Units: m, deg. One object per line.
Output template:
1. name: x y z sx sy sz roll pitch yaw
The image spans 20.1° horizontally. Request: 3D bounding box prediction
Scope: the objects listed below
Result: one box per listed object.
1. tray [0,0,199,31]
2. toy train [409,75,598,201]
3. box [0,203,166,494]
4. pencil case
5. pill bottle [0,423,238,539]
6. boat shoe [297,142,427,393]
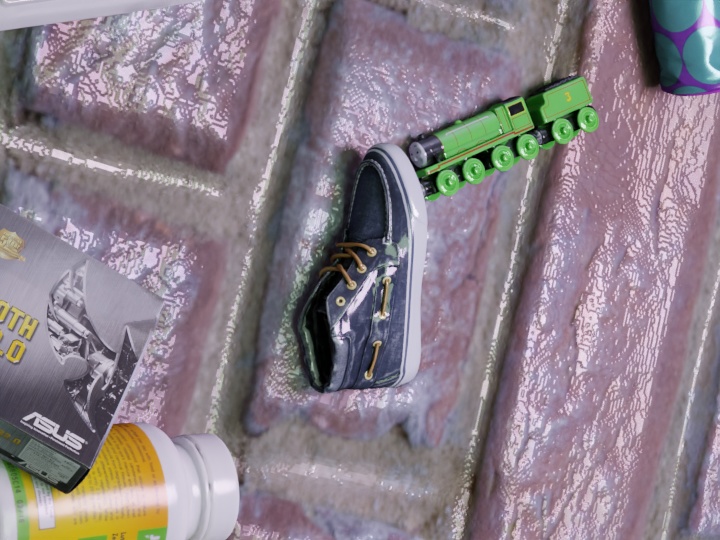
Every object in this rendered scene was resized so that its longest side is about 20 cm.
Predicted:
1. tray: -0.205 -0.244 1.524 0.199 0.022 0.108 -13 99 -32
2. toy train: 0.122 -0.115 1.734 0.199 0.042 0.057 -24 96 -30
3. box: -0.253 0.040 1.423 0.199 0.048 0.159 31 50 -11
4. pencil case: 0.299 -0.259 1.811 0.092 0.085 0.202 -8 100 7
5. pill bottle: -0.195 0.171 1.492 0.199 0.111 0.112 -4 95 -33
6. boat shoe: 0.000 0.000 1.640 0.090 0.071 0.202 -7 99 -36
